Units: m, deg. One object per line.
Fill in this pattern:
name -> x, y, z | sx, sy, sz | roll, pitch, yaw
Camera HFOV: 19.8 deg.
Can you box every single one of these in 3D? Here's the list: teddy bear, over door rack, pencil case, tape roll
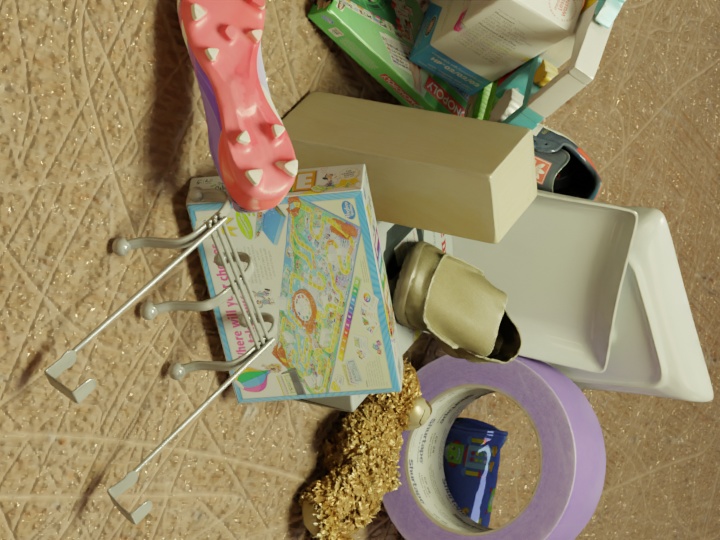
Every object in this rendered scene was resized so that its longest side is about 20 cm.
teddy bear -> 0.008, 0.169, 1.827 | 0.200, 0.066, 0.145 | -55, 147, -39
over door rack -> -0.147, 0.055, 1.477 | 0.200, 0.066, 0.148 | -53, 143, -30
pencil case -> 0.091, 0.242, 2.009 | 0.087, 0.078, 0.201 | 0, 100, -75
tape roll -> 0.119, 0.175, 1.903 | 0.085, 0.199, 0.201 | 13, 88, -64

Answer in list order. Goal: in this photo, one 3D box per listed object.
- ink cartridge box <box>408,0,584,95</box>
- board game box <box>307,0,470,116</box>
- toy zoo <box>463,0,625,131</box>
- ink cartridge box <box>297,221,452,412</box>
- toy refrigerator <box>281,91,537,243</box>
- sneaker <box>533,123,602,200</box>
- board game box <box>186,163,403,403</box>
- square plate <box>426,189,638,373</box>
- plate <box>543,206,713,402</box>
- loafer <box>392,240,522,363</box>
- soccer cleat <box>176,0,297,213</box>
ink cartridge box -> 0.127, -0.228, 1.629 | 0.068, 0.200, 0.116 | 29, 66, -18
board game box -> 0.055, -0.205, 1.720 | 0.200, 0.029, 0.135 | 41, 61, -31
toy zoo -> 0.146, -0.166, 1.628 | 0.020, 0.200, 0.132 | 32, 48, -17
ink cartridge box -> 0.000, 0.000, 1.726 | 0.200, 0.082, 0.146 | -46, 139, -48
toy refrigerator -> 0.033, -0.080, 1.626 | 0.076, 0.199, 0.070 | -48, 141, -44
sneaker -> 0.131, -0.103, 1.802 | 0.199, 0.085, 0.075 | 12, 111, -34
board game box -> -0.047, 0.013, 1.576 | 0.034, 0.134, 0.201 | -84, 167, -51
square plate -> 0.136, -0.006, 1.830 | 0.029, 0.199, 0.199 | -69, 168, -47
plate -> 0.210, 0.034, 1.882 | 0.032, 0.199, 0.201 | -38, 120, -39
loafer -> 0.087, 0.030, 1.740 | 0.200, 0.067, 0.076 | 34, 70, -63
soccer cleat -> -0.095, -0.138, 1.479 | 0.066, 0.076, 0.201 | -12, 81, -26
